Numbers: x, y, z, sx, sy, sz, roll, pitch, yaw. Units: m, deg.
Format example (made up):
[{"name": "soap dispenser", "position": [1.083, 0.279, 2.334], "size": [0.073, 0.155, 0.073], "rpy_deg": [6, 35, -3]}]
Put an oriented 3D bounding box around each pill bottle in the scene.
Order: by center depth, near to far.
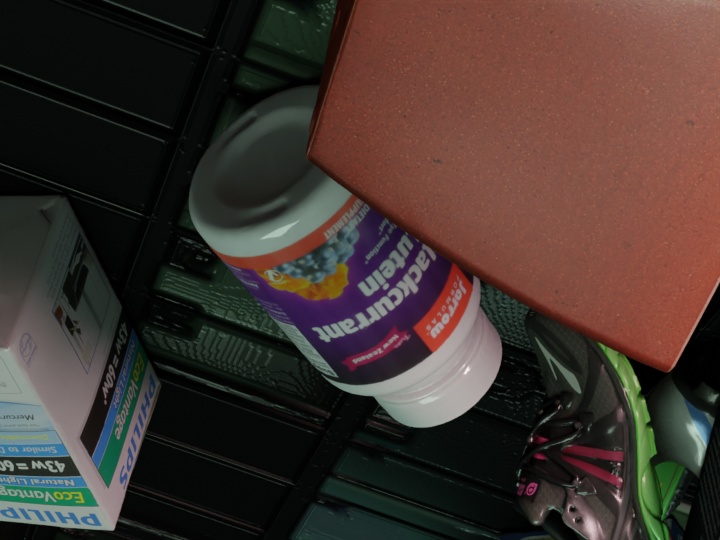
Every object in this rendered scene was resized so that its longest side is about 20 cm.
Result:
[{"name": "pill bottle", "position": [0.000, 0.000, 1.103], "size": [0.111, 0.112, 0.200], "rpy_deg": [-11, 137, 30]}]

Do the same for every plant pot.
[{"name": "plant pot", "position": [0.082, -0.112, 0.822], "size": [0.175, 0.201, 0.200], "rpy_deg": [16, 133, -5]}]

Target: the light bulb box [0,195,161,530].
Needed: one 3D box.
[{"name": "light bulb box", "position": [-0.259, 0.061, 1.262], "size": [0.197, 0.125, 0.200], "rpy_deg": [0, 141, 18]}]

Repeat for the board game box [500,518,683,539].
[{"name": "board game box", "position": [0.148, 0.270, 1.332], "size": [0.135, 0.201, 0.034], "rpy_deg": [-11, 141, 29]}]

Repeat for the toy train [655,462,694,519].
[{"name": "toy train", "position": [0.164, 0.191, 1.269], "size": [0.056, 0.042, 0.201], "rpy_deg": [25, 107, 18]}]

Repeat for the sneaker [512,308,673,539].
[{"name": "sneaker", "position": [0.128, 0.112, 1.152], "size": [0.083, 0.201, 0.077], "rpy_deg": [-12, 174, -11]}]

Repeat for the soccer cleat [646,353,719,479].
[{"name": "soccer cleat", "position": [0.263, 0.124, 1.203], "size": [0.199, 0.070, 0.087], "rpy_deg": [26, 120, -4]}]

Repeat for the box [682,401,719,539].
[{"name": "box", "position": [0.294, 0.140, 1.101], "size": [0.199, 0.124, 0.198], "rpy_deg": [12, 108, 2]}]
